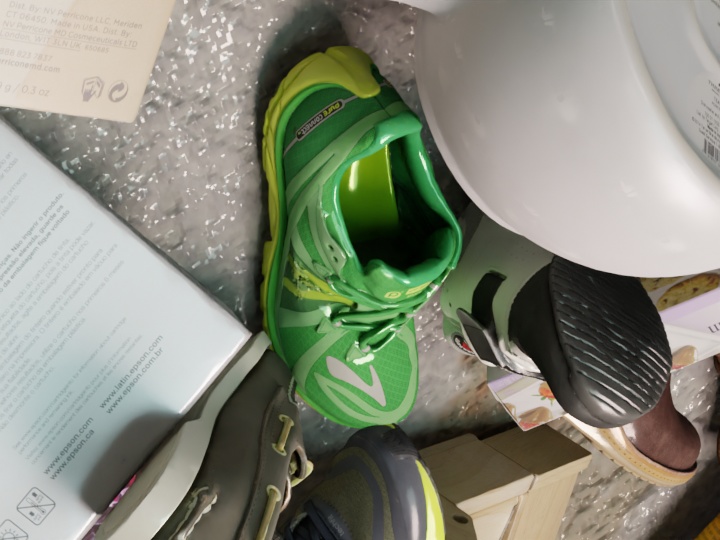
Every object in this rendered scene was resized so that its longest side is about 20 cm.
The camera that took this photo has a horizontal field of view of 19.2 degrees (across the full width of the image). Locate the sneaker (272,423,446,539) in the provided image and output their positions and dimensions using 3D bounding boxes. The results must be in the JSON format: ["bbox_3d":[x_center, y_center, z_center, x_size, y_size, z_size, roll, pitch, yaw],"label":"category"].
[{"bbox_3d":[-0.032,0.148,0.937,0.081,0.074,0.201,2,129,-42],"label":"sneaker"}]

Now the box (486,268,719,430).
[{"bbox_3d":[0.152,0.016,0.986,0.199,0.042,0.039,-24,128,22],"label":"box"}]

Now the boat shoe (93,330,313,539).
[{"bbox_3d":[-0.056,0.084,0.896,0.060,0.202,0.072,40,108,-5],"label":"boat shoe"}]

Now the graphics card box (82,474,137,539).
[{"bbox_3d":[-0.136,0.141,0.958,0.125,0.051,0.200,-45,138,-7],"label":"graphics card box"}]

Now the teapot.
[{"bbox_3d":[0.093,-0.079,0.868,0.197,0.146,0.201,-28,97,-50],"label":"teapot"}]

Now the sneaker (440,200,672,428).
[{"bbox_3d":[0.080,0.022,0.957,0.074,0.200,0.089,36,112,-22],"label":"sneaker"}]

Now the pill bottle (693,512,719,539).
[{"bbox_3d":[0.242,0.187,1.237,0.200,0.111,0.111,-48,137,7],"label":"pill bottle"}]

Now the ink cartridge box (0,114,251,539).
[{"bbox_3d":[-0.179,0.035,0.836,0.200,0.043,0.197,41,89,-17],"label":"ink cartridge box"}]

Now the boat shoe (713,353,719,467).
[{"bbox_3d":[0.223,0.032,1.175,0.067,0.072,0.201,6,128,-5],"label":"boat shoe"}]

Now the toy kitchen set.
[{"bbox_3d":[0.073,0.202,1.053,0.199,0.180,0.164,-14,128,-51],"label":"toy kitchen set"}]

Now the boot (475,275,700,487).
[{"bbox_3d":[0.159,0.014,1.096,0.167,0.072,0.200,-51,133,4],"label":"boot"}]

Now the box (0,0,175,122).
[{"bbox_3d":[-0.100,-0.164,0.752,0.077,0.095,0.201,5,116,-42],"label":"box"}]

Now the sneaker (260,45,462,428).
[{"bbox_3d":[0.000,0.000,0.949,0.074,0.084,0.201,-26,132,-23],"label":"sneaker"}]
